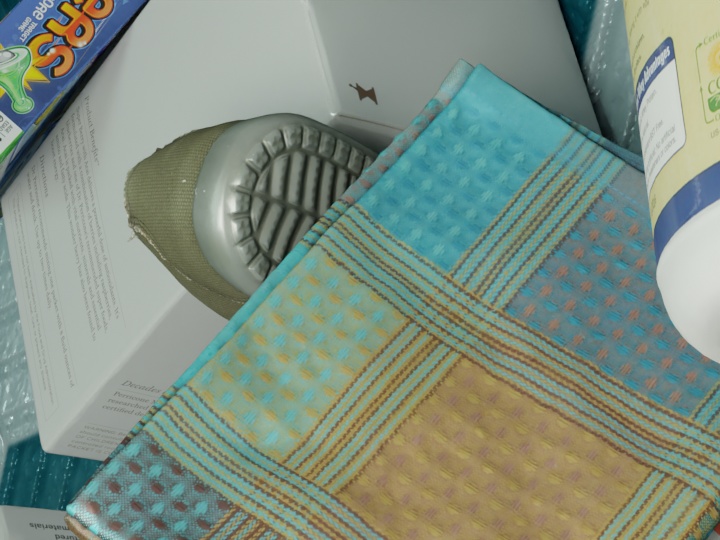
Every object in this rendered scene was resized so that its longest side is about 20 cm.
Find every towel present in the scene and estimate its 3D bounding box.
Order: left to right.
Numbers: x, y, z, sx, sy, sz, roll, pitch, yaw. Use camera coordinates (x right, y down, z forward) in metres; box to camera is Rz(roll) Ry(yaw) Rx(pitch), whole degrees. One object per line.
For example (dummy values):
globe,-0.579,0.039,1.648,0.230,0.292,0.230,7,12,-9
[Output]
towel,0.034,0.036,0.766,0.147,0.200,0.022,31,147,18

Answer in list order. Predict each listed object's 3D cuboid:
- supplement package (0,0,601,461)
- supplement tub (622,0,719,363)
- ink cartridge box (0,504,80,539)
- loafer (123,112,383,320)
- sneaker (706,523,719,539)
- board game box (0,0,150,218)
supplement package,-0.024,-0.029,0.982,0.200,0.120,0.121,-47,44,39
supplement tub,0.140,-0.083,0.737,0.144,0.144,0.200,-30,59,49
ink cartridge box,-0.120,0.216,1.093,0.145,0.085,0.200,-53,42,35
loafer,0.000,0.000,0.876,0.070,0.200,0.075,10,73,40
sneaker,0.147,0.072,0.778,0.082,0.077,0.200,-44,35,-1
board game box,-0.119,-0.076,1.068,0.135,0.034,0.200,-50,2,-16
